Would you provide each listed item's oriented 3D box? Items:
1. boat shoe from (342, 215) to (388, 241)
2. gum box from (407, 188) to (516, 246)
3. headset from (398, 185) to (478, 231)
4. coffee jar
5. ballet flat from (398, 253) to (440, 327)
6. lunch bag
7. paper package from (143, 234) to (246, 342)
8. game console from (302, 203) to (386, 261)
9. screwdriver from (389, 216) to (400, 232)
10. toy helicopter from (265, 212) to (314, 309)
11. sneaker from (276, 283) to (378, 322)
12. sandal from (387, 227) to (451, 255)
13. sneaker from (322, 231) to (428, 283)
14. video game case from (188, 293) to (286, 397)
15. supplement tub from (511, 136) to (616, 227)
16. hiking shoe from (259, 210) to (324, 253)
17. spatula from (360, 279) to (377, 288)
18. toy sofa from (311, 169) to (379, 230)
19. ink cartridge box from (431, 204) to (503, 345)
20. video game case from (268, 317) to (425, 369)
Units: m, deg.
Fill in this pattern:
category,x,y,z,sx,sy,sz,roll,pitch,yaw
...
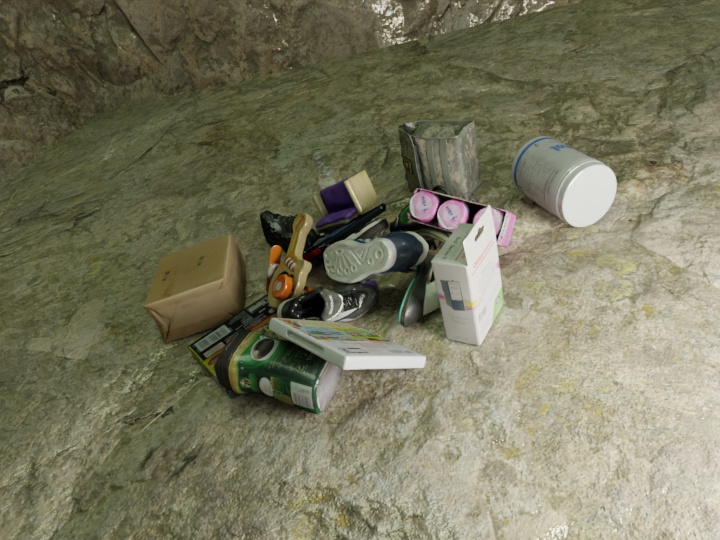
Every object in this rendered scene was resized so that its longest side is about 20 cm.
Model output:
category,x,y,z,sx,sy,sz,roll,pitch,yaw
boat shoe,0.006,-0.057,1.169,0.071,0.061,0.200,-30,5,43
gum box,0.199,-0.108,1.091,0.196,0.068,0.113,19,9,25
headset,0.178,-0.126,1.231,0.197,0.095,0.124,-11,34,39
coffee jar,-0.136,0.161,0.896,0.195,0.087,0.105,9,37,20
ballet flat,0.122,0.031,1.013,0.067,0.069,0.202,8,39,13
lunch bag,0.179,-0.271,1.330,0.196,0.167,0.118,11,39,36
paper package,-0.351,0.034,1.188,0.186,0.105,0.202,-18,34,1
game console,-0.050,-0.077,1.199,0.198,0.031,0.176,-36,4,-27
screwdriver,0.077,-0.095,1.161,0.027,0.030,0.200,-30,2,1
toy helicopter,-0.141,-0.019,1.098,0.130,0.078,0.205,-4,67,47
sneaker,-0.051,0.064,0.994,0.195,0.068,0.090,-11,-6,-18
sandal,0.133,-0.055,1.141,0.078,0.059,0.199,4,-1,-36
sneaker,0.037,-0.027,1.050,0.144,0.083,0.197,-9,0,-43
video game case,-0.209,0.134,1.049,0.198,0.026,0.179,-34,37,-25
supplement tub,0.415,-0.189,1.136,0.129,0.134,0.201,-21,33,-8
hiking shoe,-0.171,-0.099,1.340,0.099,0.077,0.199,-26,42,-29
spatula,0.000,0.000,1.151,0.055,0.021,0.202,-17,33,3
toy sofa,-0.051,-0.162,1.291,0.097,0.084,0.199,-32,12,-25
ink cartridge box,0.176,0.005,0.897,0.066,0.204,0.117,9,40,34
video game case,-0.019,0.117,0.877,0.180,0.024,0.197,19,6,42
